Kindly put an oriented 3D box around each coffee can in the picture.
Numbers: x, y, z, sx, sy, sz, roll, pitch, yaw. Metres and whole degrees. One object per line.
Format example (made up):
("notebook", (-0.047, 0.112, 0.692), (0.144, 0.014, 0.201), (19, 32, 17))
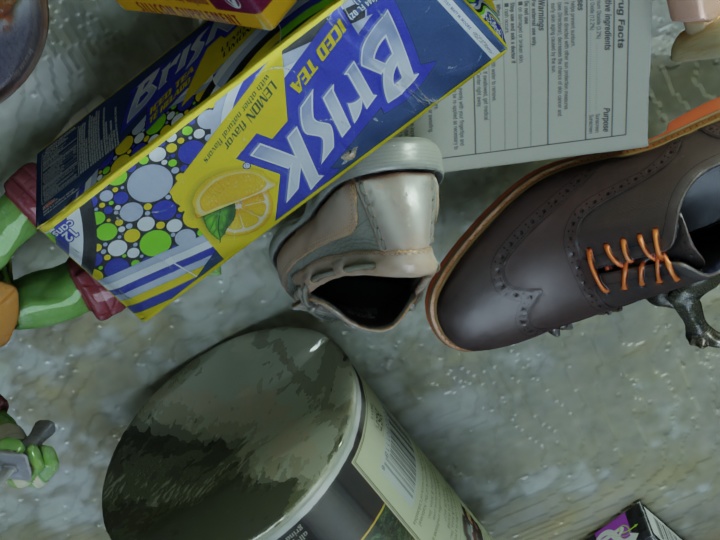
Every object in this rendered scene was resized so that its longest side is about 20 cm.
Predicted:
("coffee can", (-0.016, 0.146, 1.188), (0.146, 0.146, 0.200), (-29, 126, 12))

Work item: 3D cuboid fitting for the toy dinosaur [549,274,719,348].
("toy dinosaur", (0.139, -0.019, 1.150), (0.200, 0.077, 0.102), (5, 114, -8))

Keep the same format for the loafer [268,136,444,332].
("loafer", (0.000, 0.000, 1.069), (0.072, 0.063, 0.200), (-7, 164, -10))

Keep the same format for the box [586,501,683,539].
("box", (0.128, 0.233, 1.353), (0.200, 0.036, 0.143), (-38, 124, 17))

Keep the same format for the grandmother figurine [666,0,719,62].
("grandmother figurine", (0.131, -0.194, 0.979), (0.060, 0.121, 0.200), (-14, 105, 14))

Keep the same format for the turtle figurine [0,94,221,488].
("turtle figurine", (-0.161, 0.021, 1.048), (0.194, 0.200, 0.144), (-36, 85, -7))

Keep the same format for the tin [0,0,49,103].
("tin", (-0.196, -0.153, 0.993), (0.112, 0.042, 0.200), (-11, 128, -8))

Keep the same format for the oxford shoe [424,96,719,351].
("oxford shoe", (0.120, -0.017, 1.068), (0.200, 0.073, 0.071), (-31, 111, 6))

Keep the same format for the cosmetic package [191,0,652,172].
("cosmetic package", (0.026, -0.102, 1.051), (0.200, 0.073, 0.104), (-7, 128, -6))

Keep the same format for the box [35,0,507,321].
("box", (-0.040, -0.070, 0.979), (0.200, 0.064, 0.070), (-36, 123, 17))

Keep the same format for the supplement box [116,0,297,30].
("supplement box", (-0.096, -0.195, 0.916), (0.086, 0.110, 0.200), (-53, 127, -19))
